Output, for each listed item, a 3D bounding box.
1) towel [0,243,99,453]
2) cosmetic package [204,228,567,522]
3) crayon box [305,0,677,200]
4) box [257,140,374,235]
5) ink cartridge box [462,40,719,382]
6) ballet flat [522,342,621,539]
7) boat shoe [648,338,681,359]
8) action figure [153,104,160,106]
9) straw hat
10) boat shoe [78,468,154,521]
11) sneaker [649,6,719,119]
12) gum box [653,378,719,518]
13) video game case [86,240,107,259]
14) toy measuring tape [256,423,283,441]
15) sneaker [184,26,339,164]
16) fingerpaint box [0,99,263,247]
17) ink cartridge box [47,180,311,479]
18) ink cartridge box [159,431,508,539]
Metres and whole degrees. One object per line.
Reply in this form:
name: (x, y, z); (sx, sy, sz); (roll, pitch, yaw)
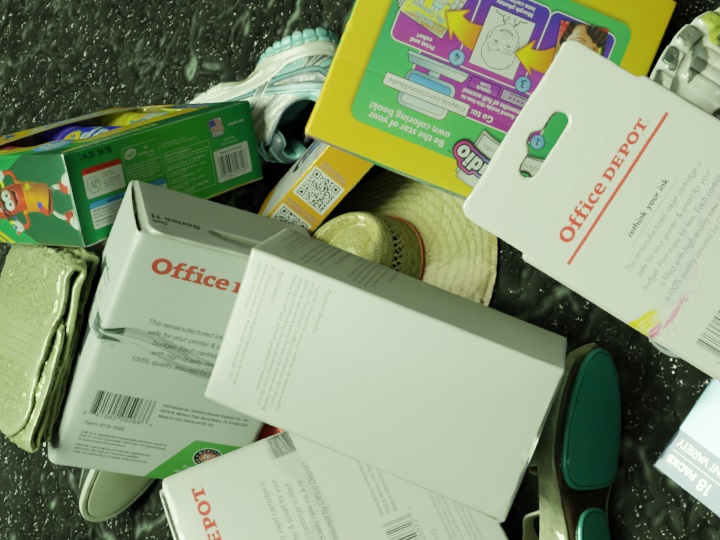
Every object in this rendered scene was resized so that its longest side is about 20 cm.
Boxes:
towel: (-0.254, 0.047, 0.779); (0.200, 0.036, 0.148); (10, 84, 60)
cosmetic package: (0.018, 0.061, 0.642); (0.200, 0.085, 0.108); (22, 104, 6)
crayon box: (0.085, -0.135, 0.697); (0.200, 0.058, 0.173); (21, 96, -5)
box: (-0.009, -0.099, 0.805); (0.200, 0.041, 0.119); (-44, 12, 21)
ink cartridge box: (0.168, -0.027, 0.561); (0.200, 0.067, 0.117); (33, 102, 4)
ballet flat: (0.131, 0.147, 0.671); (0.062, 0.067, 0.200); (-8, 75, 47)
boat shoe: (0.233, -0.035, 0.627); (0.074, 0.067, 0.200); (40, 105, 37)
action figure: (-0.230, -0.069, 1.008); (0.200, 0.052, 0.065); (-48, 45, 28)
straw hat: (0.000, 0.000, 0.790); (0.201, 0.085, 0.201); (-9, 75, 36)
boat shoe: (-0.209, 0.129, 0.934); (0.066, 0.074, 0.199); (30, 99, 40)
sneaker: (0.200, -0.089, 0.652); (0.200, 0.085, 0.074); (-43, 75, -6)
gum box: (0.291, 0.082, 0.571); (0.170, 0.045, 0.200); (39, 104, 38)
video game case: (-0.176, 0.069, 0.867); (0.200, 0.045, 0.181); (17, 91, -1)
toy measuring tape: (-0.020, 0.119, 0.788); (0.200, 0.074, 0.074); (-23, 67, 33)
sneaker: (-0.091, -0.126, 0.897); (0.200, 0.078, 0.086); (-33, 65, 28)
fingerpaint box: (-0.209, -0.084, 0.828); (0.167, 0.200, 0.073); (4, 111, 36)
ink cartridge box: (-0.128, 0.051, 0.748); (0.200, 0.147, 0.083); (-63, 28, 22)
ink cartridge box: (-0.017, 0.181, 0.698); (0.200, 0.083, 0.147); (-20, 62, -10)
